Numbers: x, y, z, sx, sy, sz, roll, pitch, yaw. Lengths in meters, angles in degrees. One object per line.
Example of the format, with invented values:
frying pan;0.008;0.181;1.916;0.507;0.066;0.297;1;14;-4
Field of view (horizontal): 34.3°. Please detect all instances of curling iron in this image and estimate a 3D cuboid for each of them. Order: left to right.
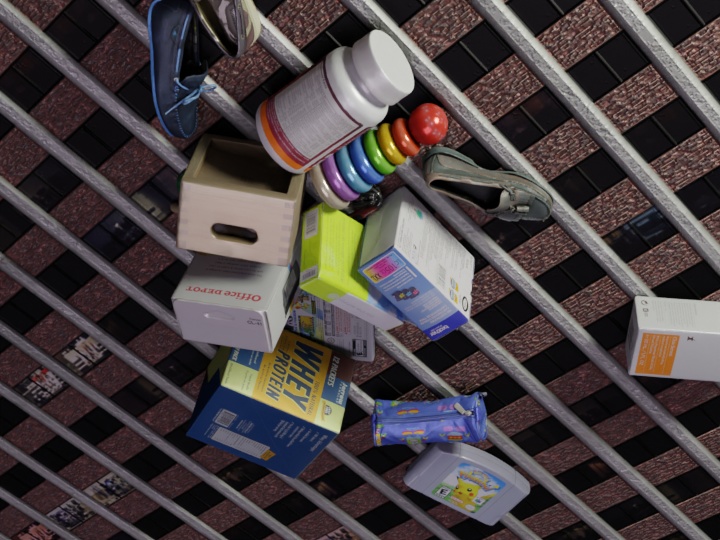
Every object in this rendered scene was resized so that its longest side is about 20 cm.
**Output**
curling iron;-0.041;-0.072;1.694;0.199;0.026;0.050;-34;93;37

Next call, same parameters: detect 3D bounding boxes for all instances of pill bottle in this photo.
pill bottle;-0.033;-0.218;1.508;0.198;0.111;0.109;-31;121;29

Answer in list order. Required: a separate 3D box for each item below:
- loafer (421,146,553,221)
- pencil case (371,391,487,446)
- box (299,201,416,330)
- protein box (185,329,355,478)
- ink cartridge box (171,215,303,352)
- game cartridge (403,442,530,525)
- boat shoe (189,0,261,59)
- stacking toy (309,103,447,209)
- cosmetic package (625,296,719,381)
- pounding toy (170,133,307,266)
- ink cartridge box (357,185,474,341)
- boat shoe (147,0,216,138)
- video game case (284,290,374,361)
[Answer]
loafer;0.174;-0.104;1.607;0.197;0.063;0.072;20;131;-9
pencil case;0.112;0.244;1.906;0.196;0.079;0.087;-5;159;12
box;0.000;0.000;1.658;0.047;0.124;0.199;-24;142;37
protein box;-0.143;0.203;1.847;0.197;0.137;0.199;23;143;-12
ink cartridge box;-0.162;0.010;1.653;0.145;0.202;0.087;7;135;16
game cartridge;0.189;0.367;2.032;0.198;0.041;0.134;27;125;-15
boat shoe;-0.185;-0.355;1.442;0.071;0.065;0.202;-11;127;20
stacking toy;0.030;-0.161;1.572;0.198;0.086;0.086;-27;122;24
cosmetic package;0.501;0.104;1.734;0.196;0.072;0.103;3;131;5
pounding toy;-0.181;-0.091;1.610;0.196;0.185;0.144;9;120;0
ink cartridge box;0.093;0.001;1.661;0.076;0.138;0.200;-31;120;32
boat shoe;-0.233;-0.257;1.521;0.067;0.085;0.202;10;135;15
video game case;-0.067;0.073;1.796;0.179;0.022;0.201;5;145;4
